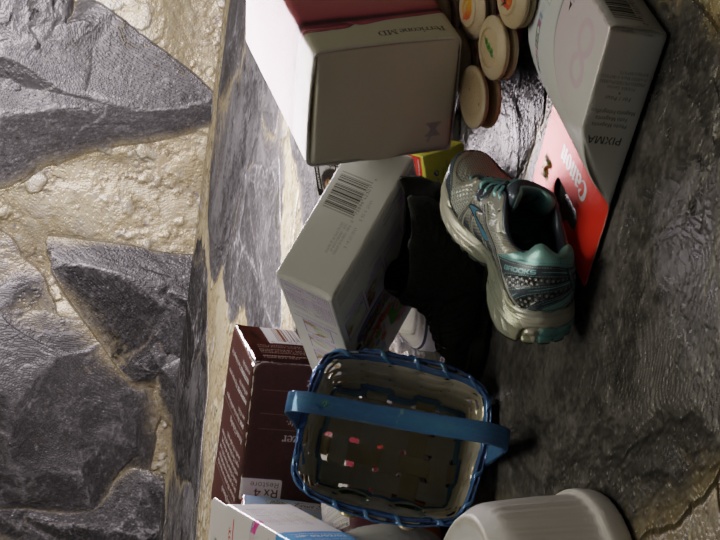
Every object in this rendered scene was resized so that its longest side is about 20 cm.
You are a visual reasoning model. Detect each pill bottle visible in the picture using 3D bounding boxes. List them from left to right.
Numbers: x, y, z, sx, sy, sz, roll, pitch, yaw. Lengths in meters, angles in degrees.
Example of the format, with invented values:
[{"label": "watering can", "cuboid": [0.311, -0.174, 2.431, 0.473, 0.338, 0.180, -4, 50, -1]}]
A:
[{"label": "pill bottle", "cuboid": [0.019, 0.223, 1.453, 0.110, 0.108, 0.202, 113, 158, -52]}]

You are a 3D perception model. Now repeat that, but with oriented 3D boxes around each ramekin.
[{"label": "ramekin", "cuboid": [0.110, 0.245, 1.082, 0.202, 0.093, 0.205, -174, 90, -77]}]

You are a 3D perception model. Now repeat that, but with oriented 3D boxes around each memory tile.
[{"label": "memory tile", "cuboid": [0.082, -0.226, 1.287, 0.154, 0.017, 0.201, 107, 150, -45]}]

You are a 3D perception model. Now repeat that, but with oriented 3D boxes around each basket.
[{"label": "basket", "cuboid": [0.030, 0.136, 1.319, 0.200, 0.174, 0.140, 88, -167, -72]}]

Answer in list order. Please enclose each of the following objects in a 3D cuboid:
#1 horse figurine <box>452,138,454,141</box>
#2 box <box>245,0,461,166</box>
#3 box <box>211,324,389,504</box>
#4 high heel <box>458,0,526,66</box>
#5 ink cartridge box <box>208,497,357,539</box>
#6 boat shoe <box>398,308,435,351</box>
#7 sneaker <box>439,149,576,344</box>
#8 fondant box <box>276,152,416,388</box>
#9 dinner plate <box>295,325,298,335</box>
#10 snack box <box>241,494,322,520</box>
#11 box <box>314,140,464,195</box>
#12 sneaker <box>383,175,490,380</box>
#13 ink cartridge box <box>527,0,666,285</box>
[{"label": "horse figurine", "cuboid": [0.061, -0.138, 1.551, 0.200, 0.049, 0.134, 124, 142, -59]}, {"label": "box", "cuboid": [-0.011, -0.192, 1.345, 0.201, 0.127, 0.110, -118, 25, -47]}, {"label": "box", "cuboid": [-0.054, 0.175, 1.662, 0.164, 0.164, 0.202, -139, 55, -73]}, {"label": "high heel", "cuboid": [0.079, -0.189, 1.372, 0.068, 0.096, 0.200, 57, 167, 8]}, {"label": "ink cartridge box", "cuboid": [-0.071, 0.272, 1.419, 0.200, 0.067, 0.116, 11, 97, 64]}, {"label": "boat shoe", "cuboid": [0.032, 0.031, 1.558, 0.200, 0.069, 0.072, -134, 51, -74]}, {"label": "sneaker", "cuboid": [0.118, -0.040, 1.208, 0.201, 0.077, 0.087, -115, 26, -47]}, {"label": "fondant box", "cuboid": [0.000, 0.000, 1.389, 0.145, 0.058, 0.200, -60, -21, -20]}, {"label": "dinner plate", "cuboid": [-0.003, -0.013, 1.662, 0.201, 0.024, 0.200, -57, -8, -13]}, {"label": "snack box", "cuboid": [-0.047, 0.328, 1.555, 0.068, 0.167, 0.202, -101, 21, -74]}, {"label": "box", "cuboid": [0.025, -0.092, 1.509, 0.199, 0.050, 0.076, 21, 124, 54]}, {"label": "sneaker", "cuboid": [0.063, 0.015, 1.355, 0.060, 0.103, 0.201, -102, 22, -51]}, {"label": "ink cartridge box", "cuboid": [0.150, -0.117, 1.164, 0.163, 0.056, 0.201, -105, 29, -56]}]
